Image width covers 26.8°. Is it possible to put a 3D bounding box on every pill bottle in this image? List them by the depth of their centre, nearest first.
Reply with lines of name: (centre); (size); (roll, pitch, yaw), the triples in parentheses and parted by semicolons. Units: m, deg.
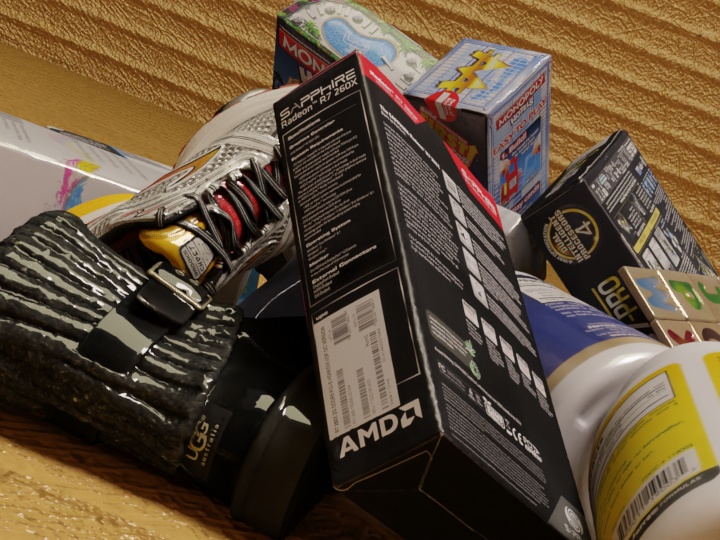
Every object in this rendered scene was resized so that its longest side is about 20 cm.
pill bottle: (0.147, 0.097, 0.584); (0.112, 0.113, 0.200); (21, 16, -1)
pill bottle: (0.086, 0.064, 0.784); (0.111, 0.112, 0.200); (18, 7, -28)

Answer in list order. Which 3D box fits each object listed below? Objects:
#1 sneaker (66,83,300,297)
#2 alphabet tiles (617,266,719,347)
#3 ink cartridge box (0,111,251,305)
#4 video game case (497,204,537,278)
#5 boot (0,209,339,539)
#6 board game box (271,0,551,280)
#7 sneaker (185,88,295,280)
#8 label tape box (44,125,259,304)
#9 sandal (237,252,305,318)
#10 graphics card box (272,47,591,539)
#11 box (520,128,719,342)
sneaker: (-0.071, -0.018, 0.721); (0.078, 0.200, 0.082); (59, -5, -23)
alphabet tiles: (0.229, 0.083, 0.795); (0.167, 0.008, 0.200); (6, 48, -49)
ink cartridge box: (-0.169, -0.028, 0.816); (0.199, 0.086, 0.148); (21, 5, -19)
video game case: (0.043, 0.010, 0.955); (0.181, 0.023, 0.200); (26, -31, 35)
boot: (-0.071, 0.034, 0.648); (0.157, 0.080, 0.211); (23, 7, 10)
board game box: (0.039, -0.084, 0.918); (0.200, 0.062, 0.200); (39, -26, 14)
sneaker: (-0.035, -0.012, 0.933); (0.075, 0.201, 0.106); (-29, 4, -24)
label tape box: (-0.144, -0.036, 1.057); (0.144, 0.064, 0.200); (18, 7, -26)
sandal: (0.000, 0.001, 0.795); (0.043, 0.200, 0.076); (3, -46, 38)
graphics card box: (0.027, 0.021, 0.611); (0.125, 0.051, 0.201); (43, 26, -44)
box: (0.172, 0.004, 0.903); (0.161, 0.049, 0.200); (54, 20, -2)
